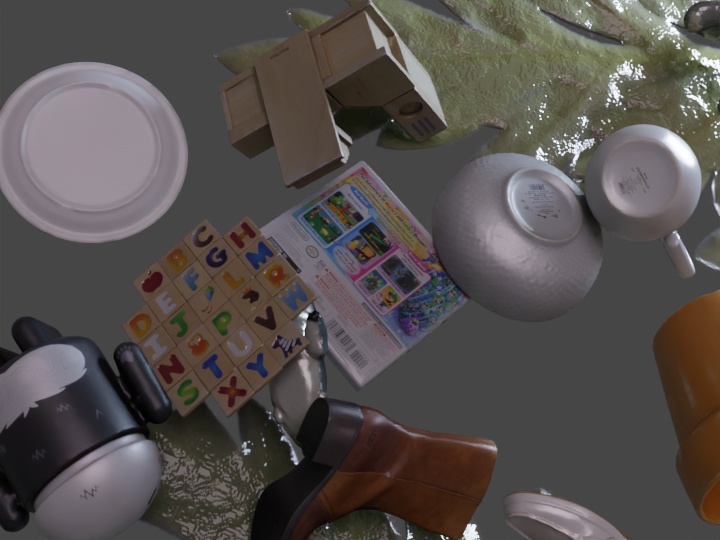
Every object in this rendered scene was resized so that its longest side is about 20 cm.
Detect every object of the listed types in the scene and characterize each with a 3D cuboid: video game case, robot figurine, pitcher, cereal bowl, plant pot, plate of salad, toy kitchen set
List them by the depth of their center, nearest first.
[{"bbox_3d":[-0.257,0.140,0.832,0.124,0.150,0.201,-16,65,-52],"label":"robot figurine"},{"bbox_3d":[0.395,0.127,0.974,0.197,0.202,0.185,-5,49,-16],"label":"plant pot"},{"bbox_3d":[-0.281,-0.122,0.996,0.197,0.048,0.203,4,73,-15],"label":"plate of salad"},{"bbox_3d":[0.000,0.000,1.020,0.181,0.024,0.200,-36,76,-26],"label":"video game case"},{"bbox_3d":[0.182,-0.049,1.043,0.197,0.084,0.203,9,59,-15],"label":"cereal bowl"},{"bbox_3d":[0.323,-0.070,1.047,0.120,0.200,0.173,-31,80,15],"label":"pitcher"},{"bbox_3d":[-0.020,-0.150,1.062,0.198,0.180,0.165,-25,63,19],"label":"toy kitchen set"}]

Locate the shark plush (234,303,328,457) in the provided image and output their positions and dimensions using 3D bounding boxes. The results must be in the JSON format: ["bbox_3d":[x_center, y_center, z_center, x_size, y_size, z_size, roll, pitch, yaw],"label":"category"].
[{"bbox_3d":[-0.040,0.120,0.916,0.090,0.083,0.202,-27,79,13],"label":"shark plush"}]

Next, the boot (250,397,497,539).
[{"bbox_3d":[0.011,0.218,0.885,0.198,0.068,0.191,20,97,-29],"label":"boot"}]

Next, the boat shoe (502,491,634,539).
[{"bbox_3d":[0.220,0.280,0.909,0.198,0.071,0.070,28,59,-1],"label":"boat shoe"}]

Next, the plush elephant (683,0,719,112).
[{"bbox_3d":[0.520,-0.263,1.220,0.197,0.164,0.158,2,100,22],"label":"plush elephant"}]

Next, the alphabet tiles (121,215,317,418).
[{"bbox_3d":[-0.138,0.040,0.914,0.166,0.006,0.200,-41,55,-4],"label":"alphabet tiles"}]
